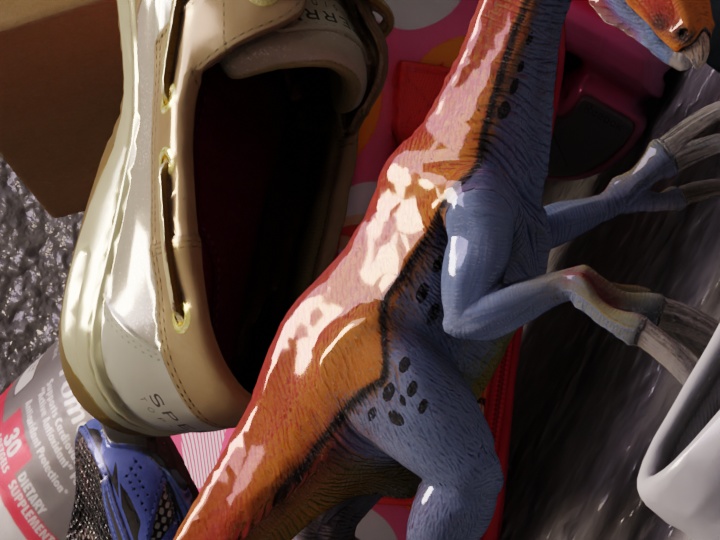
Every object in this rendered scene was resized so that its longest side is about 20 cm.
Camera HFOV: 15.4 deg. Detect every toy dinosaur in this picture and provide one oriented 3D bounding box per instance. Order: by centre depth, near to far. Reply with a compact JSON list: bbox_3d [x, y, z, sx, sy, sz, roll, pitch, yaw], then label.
[{"bbox_3d":[0.021,0.005,0.610,0.105,0.199,0.183,-136,41,-67],"label":"toy dinosaur"}]

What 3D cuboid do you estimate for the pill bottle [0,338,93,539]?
[{"bbox_3d":[-0.051,0.040,1.025,0.200,0.111,0.111,-42,16,28],"label":"pill bottle"}]

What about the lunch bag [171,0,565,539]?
[{"bbox_3d":[0.000,0.000,0.781,0.176,0.081,0.201,180,98,-73],"label":"lunch bag"}]

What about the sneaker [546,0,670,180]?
[{"bbox_3d":[0.098,-0.127,0.858,0.201,0.079,0.095,-58,-3,20],"label":"sneaker"}]

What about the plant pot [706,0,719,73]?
[{"bbox_3d":[0.079,-0.194,0.684,0.197,0.199,0.196,-63,8,-8],"label":"plant pot"}]

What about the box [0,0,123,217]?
[{"bbox_3d":[-0.035,-0.080,0.915,0.164,0.199,0.021,64,-170,-70],"label":"box"}]

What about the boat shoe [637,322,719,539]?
[{"bbox_3d":[0.106,-0.037,0.430,0.201,0.068,0.072,-63,7,-4],"label":"boat shoe"}]

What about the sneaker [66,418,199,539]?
[{"bbox_3d":[-0.081,0.131,0.765,0.075,0.078,0.201,-128,41,-57],"label":"sneaker"}]

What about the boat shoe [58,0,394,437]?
[{"bbox_3d":[-0.024,-0.054,0.694,0.066,0.074,0.201,2,83,49],"label":"boat shoe"}]
